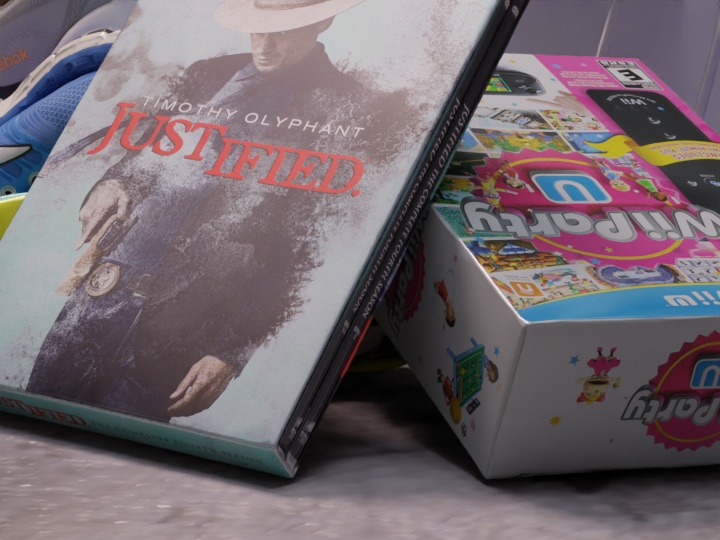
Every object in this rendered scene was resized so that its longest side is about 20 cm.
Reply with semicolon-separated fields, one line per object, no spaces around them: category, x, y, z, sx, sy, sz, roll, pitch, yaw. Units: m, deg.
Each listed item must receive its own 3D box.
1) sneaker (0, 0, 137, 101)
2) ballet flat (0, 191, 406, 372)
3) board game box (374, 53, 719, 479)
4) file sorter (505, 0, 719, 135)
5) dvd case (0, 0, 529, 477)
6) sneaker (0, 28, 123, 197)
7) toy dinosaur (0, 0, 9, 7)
sneaker;-0.101;-0.151;1.260;0.079;0.200;0.074;45;2;2
ballet flat;-0.064;0.011;1.006;0.200;0.067;0.067;1;41;-23
board game box;0.075;-0.008;0.978;0.147;0.064;0.200;-1;31;-25
file sorter;0.090;-0.076;1.211;0.200;0.139;0.125;15;6;-8
dvd case;-0.043;-0.031;0.941;0.146;0.200;0.022;11;-31;31
sneaker;-0.121;-0.025;1.049;0.200;0.089;0.079;-18;-47;30
toy dinosaur;-0.206;-0.102;1.441;0.086;0.200;0.136;48;16;12
